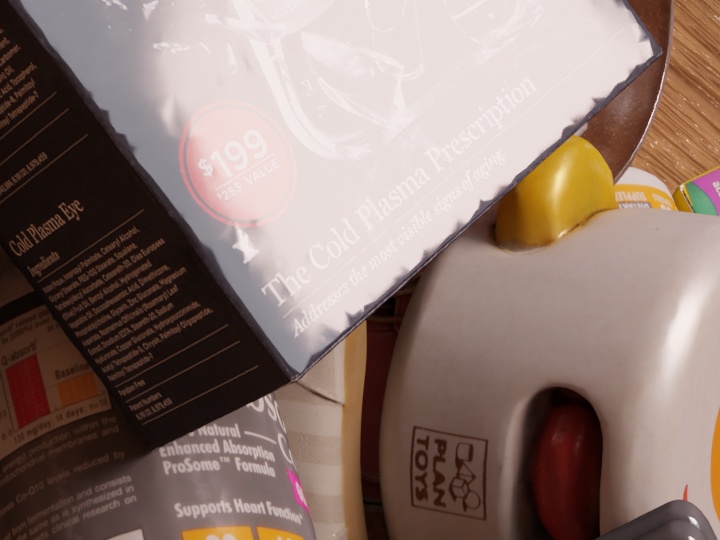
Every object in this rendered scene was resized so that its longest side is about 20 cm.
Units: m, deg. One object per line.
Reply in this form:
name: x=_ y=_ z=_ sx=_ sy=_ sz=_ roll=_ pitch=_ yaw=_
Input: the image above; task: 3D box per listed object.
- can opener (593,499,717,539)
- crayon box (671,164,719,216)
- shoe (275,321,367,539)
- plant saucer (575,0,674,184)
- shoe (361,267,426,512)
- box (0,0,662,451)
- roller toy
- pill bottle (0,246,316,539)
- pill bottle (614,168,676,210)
can opener: x=0.047 y=0.152 z=0.858 sx=0.067 sy=0.199 sz=0.053 roll=55 pitch=12 yaw=-6
crayon box: x=0.217 y=0.059 z=1.250 sx=0.201 sy=0.058 sz=0.173 roll=63 pitch=-12 yaw=13
shoe: x=-0.035 y=0.043 z=0.920 sx=0.053 sy=0.070 sz=0.201 roll=-9 pitch=96 yaw=-34
plant saucer: x=0.075 y=-0.124 z=1.077 sx=0.200 sy=0.034 sz=0.202 roll=-3 pitch=95 yaw=-49
shoe: x=0.000 y=0.000 z=0.992 sx=0.091 sy=0.071 sz=0.202 roll=99 pitch=-14 yaw=-80
box: x=-0.036 y=-0.078 z=0.763 sx=0.200 sy=0.104 sz=0.182 roll=-41 pitch=97 yaw=-34
roller toy: x=0.094 y=0.063 z=0.962 sx=0.183 sy=0.139 sz=0.200 roll=-66 pitch=147 yaw=-26
pill bottle: x=-0.085 y=0.062 z=0.824 sx=0.116 sy=0.116 sz=0.201 roll=18 pitch=47 yaw=-49
pill bottle: x=0.129 y=0.060 z=1.136 sx=0.116 sy=0.116 sz=0.201 roll=16 pitch=47 yaw=-50
